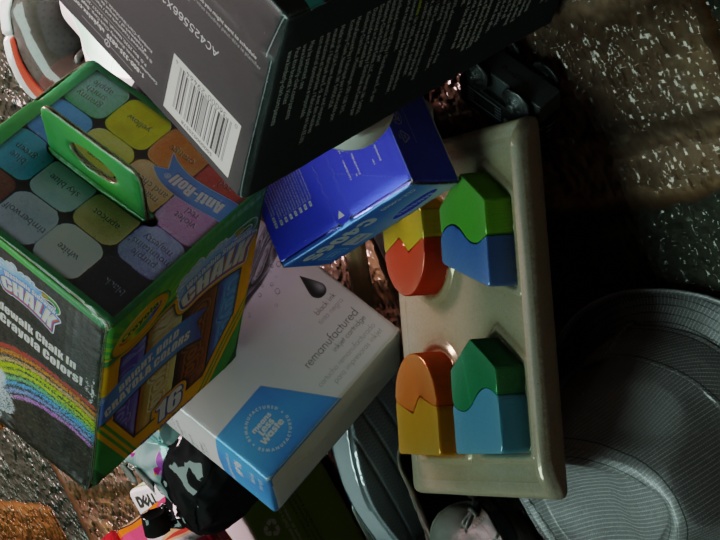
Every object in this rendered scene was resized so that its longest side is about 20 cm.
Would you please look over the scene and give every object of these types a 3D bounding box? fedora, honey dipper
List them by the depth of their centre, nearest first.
[{"bbox_3d":[0.146,0.104,1.189,0.200,0.090,0.177,-9,110,58],"label":"fedora"},{"bbox_3d":[0.000,0.000,1.333,0.038,0.038,0.200,42,160,26],"label":"honey dipper"}]

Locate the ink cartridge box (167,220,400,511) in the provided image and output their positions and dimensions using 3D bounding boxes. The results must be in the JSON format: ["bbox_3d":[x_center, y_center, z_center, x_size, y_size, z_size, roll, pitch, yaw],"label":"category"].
[{"bbox_3d":[-0.088,0.025,1.335,0.200,0.116,0.068,37,165,15],"label":"ink cartridge box"}]

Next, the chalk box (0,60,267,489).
[{"bbox_3d":[-0.135,-0.011,1.193,0.125,0.124,0.200,37,145,15],"label":"chalk box"}]

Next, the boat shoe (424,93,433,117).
[{"bbox_3d":[-0.030,-0.093,1.294,0.200,0.075,0.061,-10,66,49],"label":"boat shoe"}]

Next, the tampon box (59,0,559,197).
[{"bbox_3d":[-0.014,-0.160,1.073,0.150,0.200,0.126,48,148,19],"label":"tampon box"}]

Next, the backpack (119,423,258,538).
[{"bbox_3d":[-0.115,0.045,1.436,0.200,0.167,0.127,38,146,23],"label":"backpack"}]

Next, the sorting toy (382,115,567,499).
[{"bbox_3d":[0.051,0.023,1.208,0.200,0.036,0.186,169,97,-72],"label":"sorting toy"}]

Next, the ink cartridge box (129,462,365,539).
[{"bbox_3d":[-0.101,0.126,1.592,0.200,0.076,0.148,60,150,-6],"label":"ink cartridge box"}]

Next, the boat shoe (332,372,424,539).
[{"bbox_3d":[0.020,0.143,1.433,0.062,0.072,0.201,8,126,51],"label":"boat shoe"}]

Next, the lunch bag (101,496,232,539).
[{"bbox_3d":[-0.076,0.250,1.461,0.200,0.082,0.176,63,172,-31],"label":"lunch bag"}]

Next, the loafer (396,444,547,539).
[{"bbox_3d":[0.056,0.148,1.295,0.063,0.072,0.200,25,-166,-13],"label":"loafer"}]

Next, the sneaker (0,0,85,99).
[{"bbox_3d":[-0.149,-0.111,1.467,0.082,0.077,0.200,-4,123,42],"label":"sneaker"}]

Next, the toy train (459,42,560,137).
[{"bbox_3d":[0.028,-0.128,1.213,0.200,0.034,0.046,39,156,28],"label":"toy train"}]

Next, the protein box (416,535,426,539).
[{"bbox_3d":[0.056,0.293,1.351,0.199,0.135,0.200,-110,-5,-64],"label":"protein box"}]

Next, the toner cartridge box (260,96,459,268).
[{"bbox_3d":[-0.032,-0.112,1.200,0.095,0.043,0.201,-31,74,34],"label":"toner cartridge box"}]

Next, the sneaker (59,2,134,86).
[{"bbox_3d":[-0.132,-0.175,1.330,0.200,0.074,0.119,45,146,52],"label":"sneaker"}]

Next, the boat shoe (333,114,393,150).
[{"bbox_3d":[-0.061,-0.122,1.158,0.200,0.072,0.069,43,144,16],"label":"boat shoe"}]

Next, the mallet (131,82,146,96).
[{"bbox_3d":[-0.114,-0.078,1.262,0.066,0.041,0.200,33,161,-16],"label":"mallet"}]
